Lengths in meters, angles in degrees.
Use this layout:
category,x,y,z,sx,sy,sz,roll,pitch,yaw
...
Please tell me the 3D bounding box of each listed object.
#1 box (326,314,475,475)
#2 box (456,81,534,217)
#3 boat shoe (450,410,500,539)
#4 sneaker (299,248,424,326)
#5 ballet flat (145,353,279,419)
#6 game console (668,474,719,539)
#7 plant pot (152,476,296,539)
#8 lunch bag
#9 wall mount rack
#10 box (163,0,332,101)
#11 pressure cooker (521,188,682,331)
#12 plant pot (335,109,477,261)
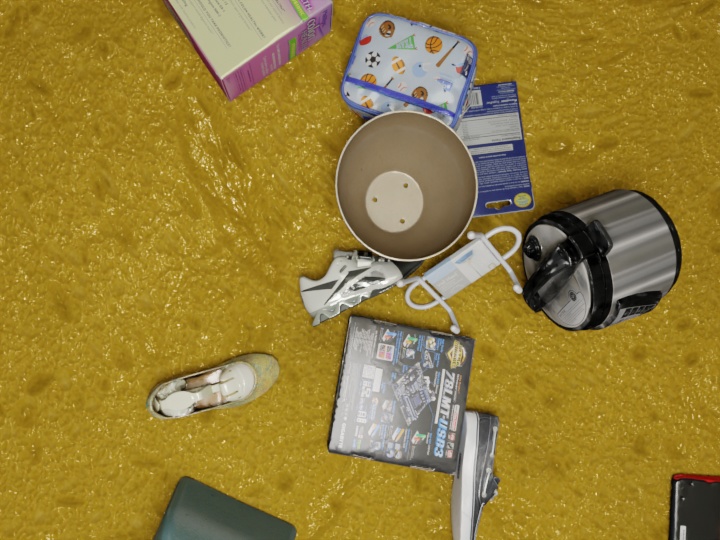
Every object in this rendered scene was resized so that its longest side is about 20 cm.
category,x,y,z,sx,sy,sz,roll,pitch,yaw
box,0.061,0.183,0.908,0.193,0.050,0.206,10,85,-5
box,0.199,-0.186,0.950,0.118,0.032,0.206,-7,85,-5
boat shoe,0.175,0.315,0.903,0.066,0.072,0.206,7,79,-3
sneaker,0.000,0.000,0.901,0.196,0.074,0.090,-25,91,-6
ballet flat,-0.212,0.171,0.876,0.195,0.071,0.073,-14,88,-6
game console,0.566,0.429,0.951,0.172,0.031,0.206,4,86,0
plant pot,-0.209,0.427,0.794,0.193,0.200,0.200,25,85,-3
lunch bag,0.076,-0.281,0.909,0.196,0.076,0.164,21,88,10
wall mount rack,0.138,0.005,0.859,0.198,0.076,0.173,-35,132,19
box,-0.169,-0.392,0.899,0.198,0.097,0.178,-36,90,-5
pressure cooker,0.325,-0.010,0.873,0.196,0.178,0.180,-18,113,-16
plant pot,0.059,-0.110,0.883,0.194,0.134,0.206,0,86,-4
